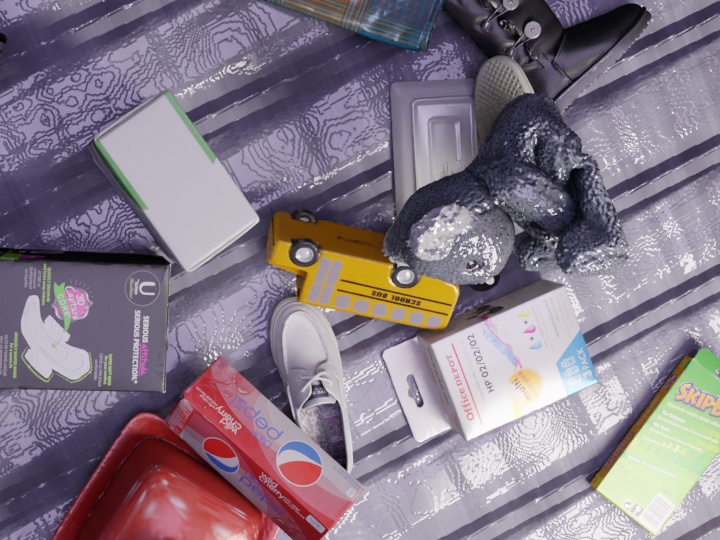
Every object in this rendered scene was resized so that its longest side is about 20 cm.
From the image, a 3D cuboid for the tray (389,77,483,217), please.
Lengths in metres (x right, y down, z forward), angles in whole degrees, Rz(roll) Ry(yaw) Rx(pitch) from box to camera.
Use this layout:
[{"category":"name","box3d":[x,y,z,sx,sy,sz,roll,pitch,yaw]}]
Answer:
[{"category":"tray","box3d":[0.090,-0.101,1.364,0.107,0.022,0.201,-5,97,-12]}]

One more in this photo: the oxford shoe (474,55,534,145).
[{"category":"oxford shoe","box3d":[0.175,-0.131,1.355,0.058,0.075,0.201,-38,110,-46]}]

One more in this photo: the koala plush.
[{"category":"koala plush","box3d":[0.120,-0.056,1.240,0.199,0.177,0.185,-22,96,-7]}]

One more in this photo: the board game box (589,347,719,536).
[{"category":"board game box","box3d":[0.353,0.189,1.446,0.095,0.030,0.200,38,90,-13]}]

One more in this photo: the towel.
[{"category":"towel","box3d":[-0.004,-0.316,1.298,0.199,0.022,0.147,19,91,3]}]

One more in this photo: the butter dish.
[{"category":"butter dish","box3d":[-0.188,0.275,1.282,0.200,0.148,0.200,34,88,-13]}]

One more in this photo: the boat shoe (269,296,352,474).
[{"category":"boat shoe","box3d":[-0.048,0.128,1.335,0.072,0.069,0.201,-8,98,-11]}]

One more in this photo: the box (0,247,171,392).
[{"category":"box","box3d":[-0.286,0.044,1.237,0.199,0.149,0.125,3,94,-11]}]

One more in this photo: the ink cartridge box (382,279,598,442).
[{"category":"ink cartridge box","box3d":[0.137,0.102,1.371,0.199,0.068,0.116,-23,100,-8]}]

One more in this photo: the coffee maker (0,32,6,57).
[{"category":"coffee maker","box3d":[-0.443,-0.152,1.193,0.191,0.135,0.201,14,92,-12]}]

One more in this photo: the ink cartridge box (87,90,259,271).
[{"category":"ink cartridge box","box3d":[-0.183,-0.085,1.220,0.084,0.200,0.146,-37,102,-9]}]

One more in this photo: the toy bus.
[{"category":"toy bus","box3d":[0.000,0.000,1.325,0.199,0.065,0.079,12,122,-13]}]

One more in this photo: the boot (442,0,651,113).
[{"category":"boot","box3d":[0.185,-0.282,1.349,0.165,0.066,0.200,-45,98,-6]}]

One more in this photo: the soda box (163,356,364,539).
[{"category":"soda box","box3d":[-0.097,0.184,1.294,0.200,0.063,0.070,42,49,4]}]
